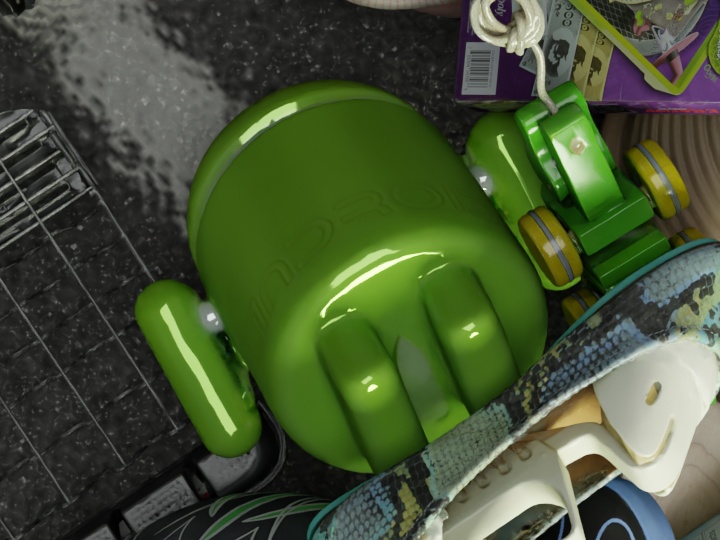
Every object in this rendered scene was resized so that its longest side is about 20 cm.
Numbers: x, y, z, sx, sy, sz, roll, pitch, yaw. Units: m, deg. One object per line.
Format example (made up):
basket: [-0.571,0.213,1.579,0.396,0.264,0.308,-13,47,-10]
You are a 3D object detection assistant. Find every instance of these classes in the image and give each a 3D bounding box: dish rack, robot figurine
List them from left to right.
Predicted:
dish rack: [-0.141,0.040,1.071,0.153,0.055,0.200,-33,92,-2]
robot figurine: [0.000,0.000,1.013,0.175,0.200,0.116,-29,129,-3]

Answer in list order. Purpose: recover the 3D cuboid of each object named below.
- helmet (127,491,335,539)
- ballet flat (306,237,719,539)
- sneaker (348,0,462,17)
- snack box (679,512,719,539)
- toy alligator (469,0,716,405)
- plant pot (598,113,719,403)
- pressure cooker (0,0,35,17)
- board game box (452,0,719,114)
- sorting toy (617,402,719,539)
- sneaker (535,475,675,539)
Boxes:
helmet: [-0.031,0.182,1.009,0.199,0.200,0.192,1,96,-3]
ballet flat: [0.075,0.069,0.921,0.200,0.074,0.074,-38,94,-3]
sneaker: [-0.028,-0.156,1.042,0.199,0.105,0.076,18,94,-2]
snack box: [0.229,0.138,0.990,0.200,0.068,0.169,-36,104,11]
toy alligator: [0.084,-0.032,0.960,0.059,0.054,0.200,-31,116,-3]
plant pot: [0.195,-0.043,1.022,0.200,0.093,0.202,2,63,-3]
pressure cooker: [-0.193,-0.176,0.991,0.199,0.176,0.180,-15,88,6]
board game box: [0.102,-0.160,0.977,0.120,0.032,0.201,2,83,31]
sorting toy: [0.201,0.116,1.082,0.198,0.070,0.201,4,92,-3]
sneaker: [0.066,0.169,0.930,0.070,0.078,0.201,5,78,30]
